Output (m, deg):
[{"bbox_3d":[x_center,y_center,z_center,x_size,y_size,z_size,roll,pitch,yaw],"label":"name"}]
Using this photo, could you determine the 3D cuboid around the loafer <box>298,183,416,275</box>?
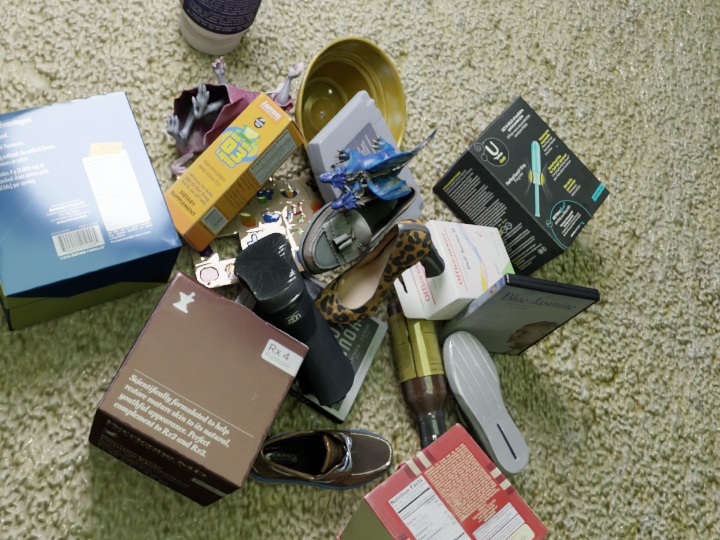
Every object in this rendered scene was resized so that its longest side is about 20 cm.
[{"bbox_3d":[0.000,-0.064,1.011,0.200,0.062,0.073,-43,118,-41],"label":"loafer"}]

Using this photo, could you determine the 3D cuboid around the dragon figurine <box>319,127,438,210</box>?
[{"bbox_3d":[0.030,-0.126,1.004,0.196,0.099,0.060,-15,121,-22],"label":"dragon figurine"}]

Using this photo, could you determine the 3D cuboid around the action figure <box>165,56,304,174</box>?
[{"bbox_3d":[-0.153,-0.208,1.074,0.198,0.132,0.153,-18,115,-52],"label":"action figure"}]

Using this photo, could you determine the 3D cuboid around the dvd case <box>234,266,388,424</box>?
[{"bbox_3d":[-0.075,0.083,1.041,0.198,0.025,0.152,32,62,-7],"label":"dvd case"}]

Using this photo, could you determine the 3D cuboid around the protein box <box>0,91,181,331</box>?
[{"bbox_3d":[-0.339,-0.070,0.924,0.195,0.135,0.203,-18,78,-27],"label":"protein box"}]

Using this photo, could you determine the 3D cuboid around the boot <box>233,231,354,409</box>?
[{"bbox_3d":[-0.081,0.060,0.973,0.075,0.200,0.170,-28,116,-5],"label":"boot"}]

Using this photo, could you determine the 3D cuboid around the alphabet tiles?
[{"bbox_3d":[-0.135,-0.068,1.062,0.196,0.008,0.170,-10,69,-19],"label":"alphabet tiles"}]

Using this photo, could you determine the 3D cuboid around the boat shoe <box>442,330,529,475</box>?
[{"bbox_3d":[0.154,0.183,1.073,0.071,0.071,0.204,-20,86,-27],"label":"boat shoe"}]

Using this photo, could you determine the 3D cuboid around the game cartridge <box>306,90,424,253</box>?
[{"bbox_3d":[0.008,-0.123,1.092,0.134,0.040,0.202,-50,126,-29],"label":"game cartridge"}]

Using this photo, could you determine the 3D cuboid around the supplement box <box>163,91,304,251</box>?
[{"bbox_3d":[-0.163,-0.124,1.003,0.066,0.069,0.200,40,82,20],"label":"supplement box"}]

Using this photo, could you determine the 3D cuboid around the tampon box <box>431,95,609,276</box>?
[{"bbox_3d":[0.237,-0.121,1.190,0.200,0.126,0.150,46,60,0],"label":"tampon box"}]

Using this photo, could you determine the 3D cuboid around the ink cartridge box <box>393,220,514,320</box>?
[{"bbox_3d":[0.128,0.001,1.088,0.198,0.067,0.119,2,63,-46],"label":"ink cartridge box"}]

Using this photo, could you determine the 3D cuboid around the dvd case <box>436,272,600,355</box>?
[{"bbox_3d":[0.204,0.064,1.063,0.140,0.200,0.018,9,60,-20],"label":"dvd case"}]

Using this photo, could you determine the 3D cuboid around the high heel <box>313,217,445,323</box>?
[{"bbox_3d":[0.000,0.000,0.972,0.197,0.143,0.073,-24,64,10],"label":"high heel"}]

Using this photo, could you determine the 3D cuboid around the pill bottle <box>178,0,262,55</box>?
[{"bbox_3d":[-0.183,-0.389,1.072,0.113,0.200,0.118,8,66,-19],"label":"pill bottle"}]

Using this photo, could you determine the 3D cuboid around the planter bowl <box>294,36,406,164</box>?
[{"bbox_3d":[-0.032,-0.219,1.120,0.198,0.083,0.205,-8,102,-41],"label":"planter bowl"}]

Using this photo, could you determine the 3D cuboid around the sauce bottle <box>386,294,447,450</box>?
[{"bbox_3d":[0.080,0.138,1.064,0.063,0.065,0.205,-2,73,-23],"label":"sauce bottle"}]

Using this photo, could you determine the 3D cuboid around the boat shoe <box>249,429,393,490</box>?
[{"bbox_3d":[-0.042,0.230,0.972,0.196,0.072,0.074,0,71,-23],"label":"boat shoe"}]

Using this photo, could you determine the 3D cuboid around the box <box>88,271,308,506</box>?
[{"bbox_3d":[-0.183,0.138,0.875,0.164,0.200,0.166,31,62,-8],"label":"box"}]

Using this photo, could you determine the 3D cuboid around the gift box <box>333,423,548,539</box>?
[{"bbox_3d":[0.087,0.330,0.921,0.182,0.188,0.201,-24,65,-30],"label":"gift box"}]
